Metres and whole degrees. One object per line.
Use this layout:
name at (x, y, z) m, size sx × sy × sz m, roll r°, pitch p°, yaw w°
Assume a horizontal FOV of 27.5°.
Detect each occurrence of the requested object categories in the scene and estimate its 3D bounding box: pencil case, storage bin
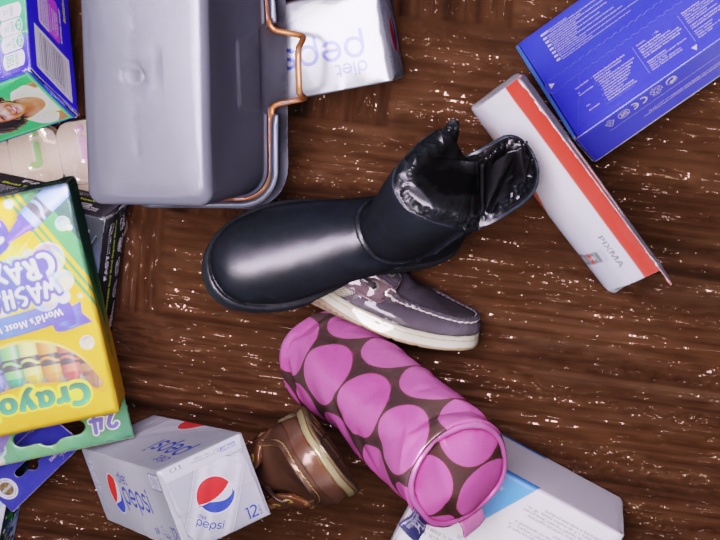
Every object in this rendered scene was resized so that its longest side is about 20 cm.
pencil case at (0.019, 0.106, 1.050) m, size 0.091 × 0.200 × 0.094 m, roll -36°, pitch 128°, yaw -10°
storage bin at (-0.113, -0.128, 0.967) m, size 0.145 × 0.134 × 0.201 m, roll 2°, pitch 103°, yaw 9°

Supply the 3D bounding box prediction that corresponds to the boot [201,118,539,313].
boot at (0.003, -0.036, 0.975) m, size 0.200 × 0.168 × 0.077 m, roll -10°, pitch 78°, yaw -18°

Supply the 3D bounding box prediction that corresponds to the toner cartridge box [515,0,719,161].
toner cartridge box at (0.215, -0.172, 1.011) m, size 0.200 × 0.043 × 0.095 m, roll -34°, pitch 57°, yaw 14°

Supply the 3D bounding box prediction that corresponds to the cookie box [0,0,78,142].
cookie box at (-0.315, -0.164, 1.063) m, size 0.200 × 0.075 × 0.172 m, roll -18°, pitch 62°, yaw 12°

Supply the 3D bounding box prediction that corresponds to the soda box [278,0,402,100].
soda box at (-0.074, -0.154, 1.065) m, size 0.199 × 0.063 × 0.068 m, roll -9°, pitch 99°, yaw 11°

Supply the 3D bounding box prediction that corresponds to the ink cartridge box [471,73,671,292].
ink cartridge box at (0.137, -0.054, 0.987) m, size 0.050 × 0.200 × 0.162 m, roll -36°, pitch 93°, yaw 11°

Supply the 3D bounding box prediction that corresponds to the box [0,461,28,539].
box at (-0.341, 0.163, 1.190) m, size 0.136 × 0.038 × 0.201 m, roll 15°, pitch 103°, yaw 6°

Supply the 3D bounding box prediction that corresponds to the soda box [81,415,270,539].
soda box at (-0.139, 0.152, 1.074) m, size 0.068 × 0.200 × 0.064 m, roll -23°, pitch 98°, yaw -24°

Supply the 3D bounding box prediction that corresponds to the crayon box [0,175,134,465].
crayon box at (-0.245, 0.044, 1.053) m, size 0.125 × 0.052 × 0.201 m, roll -12°, pitch 100°, yaw -2°

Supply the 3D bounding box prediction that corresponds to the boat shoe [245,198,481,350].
boat shoe at (0.000, 0.000, 1.087) m, size 0.200 × 0.072 × 0.065 m, roll 22°, pitch 104°, yaw 8°

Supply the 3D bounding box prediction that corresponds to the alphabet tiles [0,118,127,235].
alphabet tiles at (-0.283, -0.059, 1.146) m, size 0.199 × 0.015 × 0.196 m, roll -7°, pitch 106°, yaw 11°

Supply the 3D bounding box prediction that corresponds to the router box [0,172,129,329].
router box at (-0.285, 0.003, 1.125) m, size 0.199 × 0.062 × 0.150 m, roll 11°, pitch 108°, yaw 5°

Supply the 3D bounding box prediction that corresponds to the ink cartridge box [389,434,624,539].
ink cartridge box at (0.088, 0.234, 1.110) m, size 0.146 × 0.084 × 0.200 m, roll 28°, pitch 104°, yaw 3°

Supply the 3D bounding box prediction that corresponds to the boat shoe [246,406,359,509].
boat shoe at (-0.050, 0.144, 1.052) m, size 0.067 × 0.200 × 0.072 m, roll -33°, pitch 90°, yaw -10°

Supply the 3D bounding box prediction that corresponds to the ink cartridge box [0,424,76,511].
ink cartridge box at (-0.316, 0.099, 1.114) m, size 0.200 × 0.037 × 0.095 m, roll 42°, pitch 113°, yaw -11°
